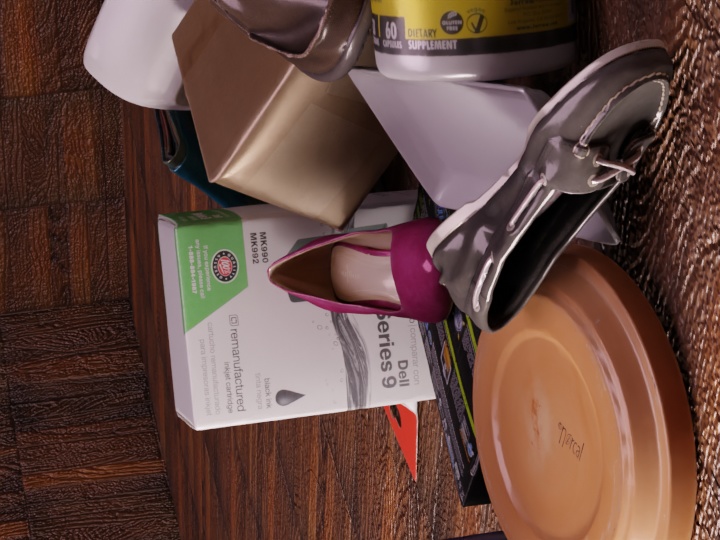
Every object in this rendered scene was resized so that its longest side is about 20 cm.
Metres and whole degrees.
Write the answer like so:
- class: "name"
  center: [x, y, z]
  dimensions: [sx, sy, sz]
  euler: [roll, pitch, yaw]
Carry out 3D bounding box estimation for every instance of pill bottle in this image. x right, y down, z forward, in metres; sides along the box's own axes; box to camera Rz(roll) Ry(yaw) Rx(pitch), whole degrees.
- class: "pill bottle"
  center: [0.056, -0.206, 1.144]
  dimensions: [0.111, 0.111, 0.200]
  euler: [-140, 45, -74]

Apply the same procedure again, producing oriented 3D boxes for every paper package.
- class: "paper package"
  center: [-0.020, -0.161, 1.384]
  dimensions: [0.200, 0.103, 0.191]
  euler: [-54, 32, 27]

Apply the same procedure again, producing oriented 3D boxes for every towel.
- class: "towel"
  center: [-0.087, -0.062, 1.645]
  dimensions: [0.200, 0.022, 0.147]
  euler: [42, -165, -32]

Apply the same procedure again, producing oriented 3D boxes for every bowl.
- class: "bowl"
  center: [-0.081, -0.190, 1.549]
  dimensions: [0.075, 0.200, 0.200]
  euler: [55, 129, 30]

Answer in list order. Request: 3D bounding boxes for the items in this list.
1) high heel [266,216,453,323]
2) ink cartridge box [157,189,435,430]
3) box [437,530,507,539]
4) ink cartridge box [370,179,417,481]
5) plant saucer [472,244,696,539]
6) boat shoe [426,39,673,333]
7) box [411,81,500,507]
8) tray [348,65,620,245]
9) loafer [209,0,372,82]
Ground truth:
- class: "high heel"
  center: [0.000, 0.000, 1.357]
  dimensions: [0.200, 0.096, 0.067]
  euler: [-153, 59, -78]
- class: "ink cartridge box"
  center: [-0.032, 0.024, 1.504]
  dimensions: [0.084, 0.200, 0.146]
  euler: [-164, 68, -75]
- class: "box"
  center: [0.044, 0.255, 1.243]
  dimensions: [0.198, 0.200, 0.123]
  euler: [-121, 26, -64]
- class: "ink cartridge box"
  center: [0.008, 0.044, 1.705]
  dimensions: [0.163, 0.057, 0.200]
  euler: [-113, 25, -55]
- class: "plant saucer"
  center: [0.110, 0.087, 1.137]
  dimensions: [0.200, 0.032, 0.201]
  euler: [31, 125, 59]
- class: "boat shoe"
  center: [0.102, -0.038, 1.068]
  dimensions: [0.200, 0.067, 0.057]
  euler: [-49, 61, 47]
- class: "box"
  center: [0.076, 0.018, 1.350]
  dimensions: [0.193, 0.047, 0.200]
  euler: [104, 157, -55]
- class: "tray"
  center: [0.070, -0.072, 1.198]
  dimensions: [0.107, 0.022, 0.200]
  euler: [56, 162, -23]
- class: "loafer"
  center: [-0.052, -0.160, 1.256]
  dimensions: [0.200, 0.071, 0.073]
  euler: [25, 95, 62]
